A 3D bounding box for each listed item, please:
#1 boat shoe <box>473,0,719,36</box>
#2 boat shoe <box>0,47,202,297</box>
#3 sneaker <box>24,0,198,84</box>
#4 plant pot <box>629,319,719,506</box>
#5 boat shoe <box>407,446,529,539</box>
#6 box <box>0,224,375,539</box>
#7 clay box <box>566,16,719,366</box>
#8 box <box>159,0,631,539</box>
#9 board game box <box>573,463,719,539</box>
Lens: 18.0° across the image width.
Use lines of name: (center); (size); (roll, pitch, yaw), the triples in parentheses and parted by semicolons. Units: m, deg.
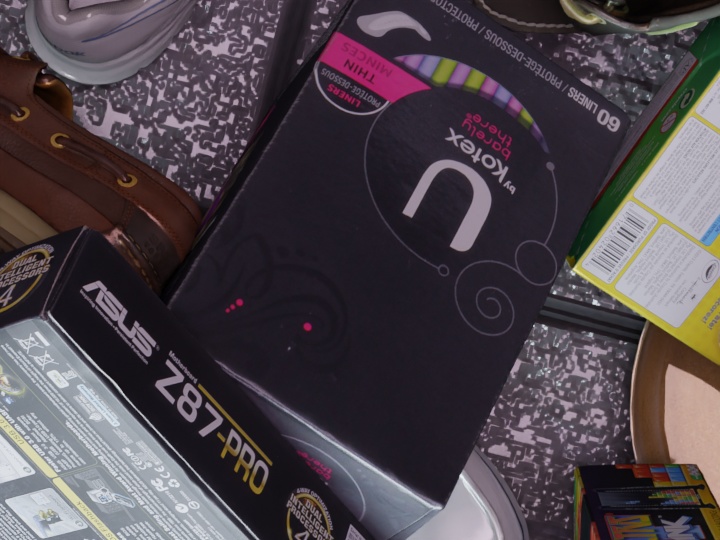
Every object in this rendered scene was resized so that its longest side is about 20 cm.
boat shoe: (0.107, -0.126, 0.875); (0.060, 0.202, 0.072); (-30, 104, -38)
boat shoe: (-0.135, -0.046, 0.838); (0.068, 0.072, 0.200); (-42, 56, -15)
sneaker: (-0.058, -0.157, 0.912); (0.074, 0.087, 0.200); (37, 87, -4)
plant pot: (0.211, 0.057, 0.970); (0.200, 0.027, 0.200); (0, 91, -4)
boat shoe: (-0.014, 0.070, 0.931); (0.200, 0.067, 0.074); (36, 89, -5)
box: (-0.097, 0.085, 0.804); (0.161, 0.049, 0.200); (-19, 125, 35)
clay box: (0.191, -0.001, 0.907); (0.200, 0.048, 0.115); (32, 103, -17)
box: (0.000, 0.000, 0.865); (0.122, 0.106, 0.200); (33, 56, -7)
board game box: (0.114, 0.192, 0.882); (0.057, 0.165, 0.200); (-1, 99, 2)
